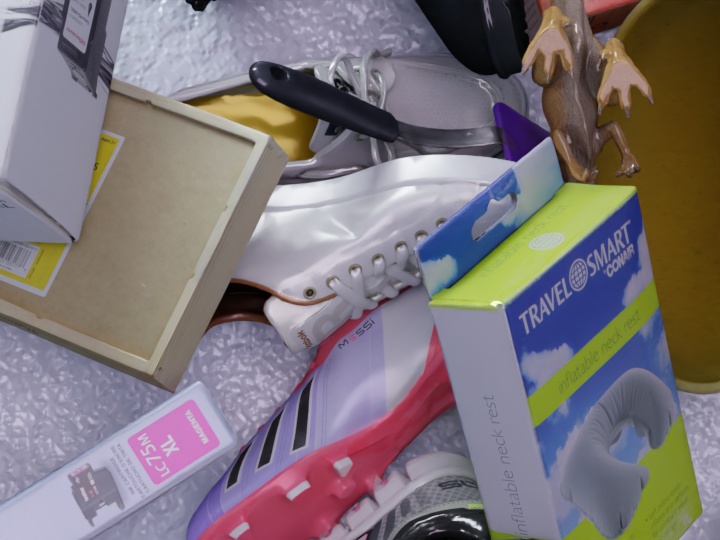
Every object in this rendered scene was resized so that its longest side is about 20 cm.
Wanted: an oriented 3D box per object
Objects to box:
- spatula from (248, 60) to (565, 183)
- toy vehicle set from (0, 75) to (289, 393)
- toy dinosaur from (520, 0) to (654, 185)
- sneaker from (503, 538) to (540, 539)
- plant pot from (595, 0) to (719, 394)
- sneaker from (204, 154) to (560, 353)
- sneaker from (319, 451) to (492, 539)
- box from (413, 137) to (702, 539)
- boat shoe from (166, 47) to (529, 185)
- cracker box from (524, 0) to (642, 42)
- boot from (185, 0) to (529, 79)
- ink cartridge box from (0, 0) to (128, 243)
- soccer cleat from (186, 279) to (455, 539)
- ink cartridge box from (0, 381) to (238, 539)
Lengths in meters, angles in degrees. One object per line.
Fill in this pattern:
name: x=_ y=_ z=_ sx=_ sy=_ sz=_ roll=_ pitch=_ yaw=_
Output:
spatula: x=0.032 y=-0.067 z=1.125 sx=0.200 sy=0.021 sz=0.057 roll=13 pitch=47 yaw=-30
toy vehicle set: x=-0.146 y=-0.034 z=1.112 sx=0.200 sy=0.027 sz=0.124 roll=21 pitch=78 yaw=25
toy dinosaur: x=0.100 y=-0.105 z=1.125 sx=0.060 sy=0.106 sz=0.200 roll=-3 pitch=92 yaw=-3
sneaker: x=0.031 y=0.180 z=1.042 sx=0.200 sy=0.080 sz=0.086 roll=-8 pitch=126 yaw=11
plant pot: x=0.219 y=-0.041 z=1.143 sx=0.142 sy=0.200 sz=0.200 roll=1 pitch=80 yaw=-30
sneaker: x=0.000 y=0.000 z=1.127 sx=0.200 sy=0.073 sz=0.085 roll=-8 pitch=61 yaw=15
sneaker: x=0.000 y=0.171 z=1.103 sx=0.200 sy=0.087 sz=0.074 roll=-43 pitch=118 yaw=-11
box: x=0.095 y=0.054 z=1.078 sx=0.122 sy=0.048 sz=0.200 roll=-39 pitch=123 yaw=-44
boat shoe: x=-0.011 y=-0.077 z=1.155 sx=0.202 sy=0.086 sz=0.075 roll=-4 pitch=81 yaw=-8
cracker box: x=0.120 y=-0.228 z=1.214 sx=0.134 sy=0.058 sz=0.200 roll=-18 pitch=83 yaw=-10
boot: x=-0.013 y=-0.167 z=1.149 sx=0.162 sy=0.073 sz=0.199 roll=-16 pitch=74 yaw=8
ink cartridge box: x=-0.192 y=-0.117 z=1.099 sx=0.145 sy=0.083 sz=0.200 roll=3 pitch=71 yaw=21
soccer cleat: x=-0.010 y=0.069 z=1.151 sx=0.200 sy=0.067 sz=0.076 roll=-39 pitch=56 yaw=-7
ink cartridge box: x=-0.152 y=0.122 z=1.085 sx=0.200 sy=0.119 sz=0.042 roll=-34 pitch=88 yaw=-12
